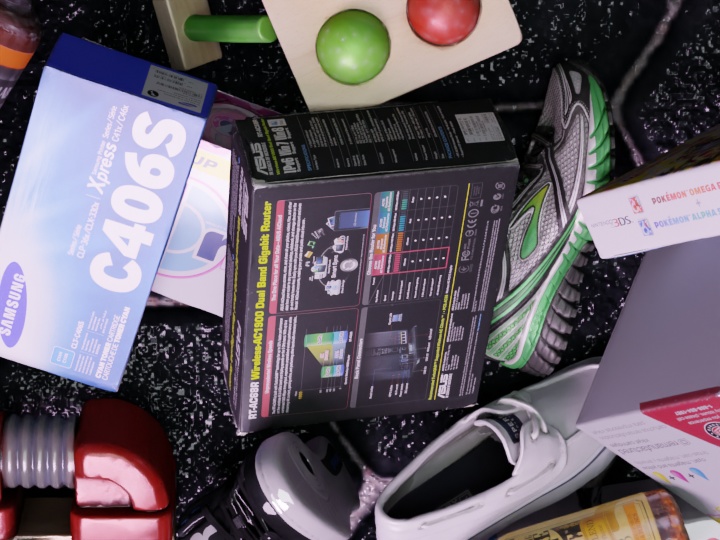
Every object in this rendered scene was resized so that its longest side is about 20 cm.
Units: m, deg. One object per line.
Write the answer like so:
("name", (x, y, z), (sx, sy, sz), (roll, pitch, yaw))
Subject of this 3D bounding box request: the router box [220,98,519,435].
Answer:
("router box", (0.000, 0.000, 1.092), (0.149, 0.062, 0.200), (-6, 134, -13))

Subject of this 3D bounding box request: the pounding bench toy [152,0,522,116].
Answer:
("pounding bench toy", (-0.027, -0.157, 1.095), (0.199, 0.156, 0.125), (-23, 105, 4))

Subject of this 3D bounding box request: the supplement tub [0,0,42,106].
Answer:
("supplement tub", (-0.259, -0.121, 1.121), (0.107, 0.107, 0.200), (32, 102, -10))

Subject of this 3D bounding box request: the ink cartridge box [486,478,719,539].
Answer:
("ink cartridge box", (0.148, 0.223, 1.240), (0.199, 0.084, 0.145), (-9, 104, 0))

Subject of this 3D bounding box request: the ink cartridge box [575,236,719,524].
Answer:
("ink cartridge box", (0.264, 0.075, 1.137), (0.200, 0.145, 0.145), (33, 65, -18))

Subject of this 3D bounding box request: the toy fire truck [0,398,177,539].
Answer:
("toy fire truck", (-0.203, 0.099, 1.188), (0.175, 0.129, 0.201), (0, 115, -3))

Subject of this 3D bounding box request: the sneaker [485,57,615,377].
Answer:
("sneaker", (0.104, -0.034, 1.174), (0.085, 0.078, 0.201), (14, 104, -4))

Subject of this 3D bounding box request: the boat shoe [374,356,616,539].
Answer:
("boat shoe", (0.094, 0.113, 1.185), (0.200, 0.074, 0.065), (-38, 147, -16))

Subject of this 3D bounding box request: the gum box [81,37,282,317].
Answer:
("gum box", (-0.097, -0.045, 1.152), (0.199, 0.066, 0.114), (21, 123, -8))

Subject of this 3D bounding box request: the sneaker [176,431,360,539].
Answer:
("sneaker", (-0.065, 0.155, 1.156), (0.112, 0.200, 0.073), (-31, 81, 5))

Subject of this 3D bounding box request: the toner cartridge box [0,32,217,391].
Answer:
("toner cartridge box", (-0.156, -0.029, 1.099), (0.095, 0.043, 0.200), (18, 122, -5))

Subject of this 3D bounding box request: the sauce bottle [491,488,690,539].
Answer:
("sauce bottle", (0.102, 0.190, 1.155), (0.199, 0.066, 0.066), (-19, 105, 1))

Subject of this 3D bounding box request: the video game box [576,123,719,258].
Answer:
("video game box", (0.250, -0.074, 1.079), (0.200, 0.182, 0.047), (-27, 94, -25))
